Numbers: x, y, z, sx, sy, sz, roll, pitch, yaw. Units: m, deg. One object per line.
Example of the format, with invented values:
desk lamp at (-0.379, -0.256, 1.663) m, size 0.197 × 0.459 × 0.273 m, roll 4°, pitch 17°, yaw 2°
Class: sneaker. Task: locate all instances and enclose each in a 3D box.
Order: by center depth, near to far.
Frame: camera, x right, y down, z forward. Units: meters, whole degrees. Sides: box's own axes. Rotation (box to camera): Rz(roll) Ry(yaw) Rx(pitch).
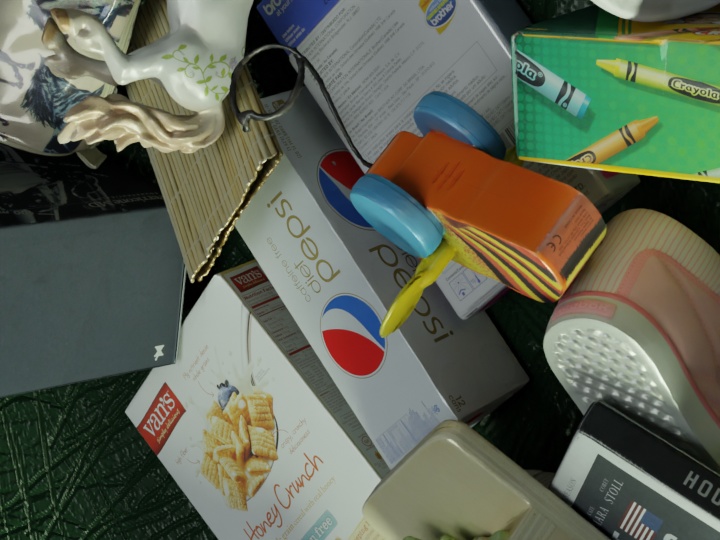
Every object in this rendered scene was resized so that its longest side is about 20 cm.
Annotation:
sneaker at (0.154, 0.057, 0.867) m, size 0.075 × 0.105 × 0.201 m, roll -5°, pitch 131°, yaw 32°

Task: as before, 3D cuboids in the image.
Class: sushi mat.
sushi mat at (-0.093, -0.094, 0.989) m, size 0.096 × 0.012 × 0.201 m, roll -56°, pitch 39°, yaw 32°

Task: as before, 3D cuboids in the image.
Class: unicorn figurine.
unicorn figurine at (-0.077, -0.150, 0.900) m, size 0.136 × 0.074 × 0.201 m, roll 14°, pitch 118°, yaw -12°

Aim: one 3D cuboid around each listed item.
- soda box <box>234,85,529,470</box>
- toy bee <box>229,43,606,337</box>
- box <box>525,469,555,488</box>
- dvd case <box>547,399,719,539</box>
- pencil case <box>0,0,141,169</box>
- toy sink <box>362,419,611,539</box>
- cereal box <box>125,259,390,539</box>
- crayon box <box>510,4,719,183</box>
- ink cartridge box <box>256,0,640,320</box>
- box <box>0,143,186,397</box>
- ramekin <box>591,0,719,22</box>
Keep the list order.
soda box at (0.000, 0.000, 0.971) m, size 0.064 × 0.068 × 0.201 m, roll -42°, pitch 77°, yaw 43°
toy bee at (0.043, -0.038, 0.857) m, size 0.131 × 0.109 × 0.200 m, roll -36°, pitch 52°, yaw 2°
box at (0.103, 0.208, 0.974) m, size 0.038 × 0.041 × 0.202 m, roll 0°, pitch 105°, yaw 40°
dvd case at (0.172, 0.154, 0.842) m, size 0.199 × 0.025 × 0.151 m, roll 32°, pitch 148°, yaw 12°
pencil case at (-0.153, -0.162, 1.019) m, size 0.089 × 0.078 × 0.201 m, roll 22°, pitch 111°, yaw -6°
toy sink at (0.070, 0.189, 0.862) m, size 0.200 × 0.112 × 0.130 m, roll 39°, pitch 148°, yaw 0°
cereal box at (-0.045, 0.113, 1.068) m, size 0.200 × 0.039 × 0.144 m, roll 50°, pitch 131°, yaw 15°
crayon box at (0.177, -0.076, 0.753) m, size 0.199 × 0.118 × 0.059 m, roll 9°, pitch 111°, yaw 35°
ink cartridge box at (0.041, -0.091, 0.924) m, size 0.119 × 0.042 × 0.201 m, roll -42°, pitch 80°, yaw 39°
box at (-0.230, -0.009, 1.056) m, size 0.182 × 0.199 × 0.105 m, roll 28°, pitch 118°, yaw 43°
ramekin at (0.127, -0.207, 0.713) m, size 0.094 × 0.201 × 0.203 m, roll 45°, pitch 129°, yaw 34°
